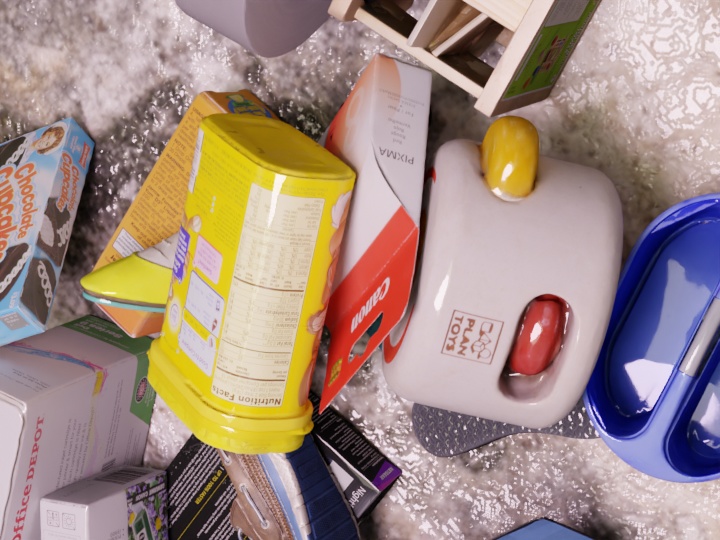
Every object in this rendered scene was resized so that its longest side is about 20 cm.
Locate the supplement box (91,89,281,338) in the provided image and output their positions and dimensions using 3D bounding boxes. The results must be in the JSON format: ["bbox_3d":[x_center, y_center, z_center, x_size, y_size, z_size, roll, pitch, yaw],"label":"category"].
[{"bbox_3d":[-0.134,-0.044,1.419,0.069,0.066,0.200,41,115,20],"label":"supplement box"}]

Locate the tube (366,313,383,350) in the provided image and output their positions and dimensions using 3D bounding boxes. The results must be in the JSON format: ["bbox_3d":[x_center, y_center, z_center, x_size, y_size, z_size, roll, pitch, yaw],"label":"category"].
[{"bbox_3d":[0.000,0.000,1.372,0.200,0.050,0.078,47,130,13],"label":"tube"}]

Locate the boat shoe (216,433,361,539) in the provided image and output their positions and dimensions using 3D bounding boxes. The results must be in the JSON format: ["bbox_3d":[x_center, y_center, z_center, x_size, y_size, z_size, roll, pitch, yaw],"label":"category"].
[{"bbox_3d":[-0.059,0.177,1.383,0.072,0.072,0.201,-23,85,29],"label":"boat shoe"}]

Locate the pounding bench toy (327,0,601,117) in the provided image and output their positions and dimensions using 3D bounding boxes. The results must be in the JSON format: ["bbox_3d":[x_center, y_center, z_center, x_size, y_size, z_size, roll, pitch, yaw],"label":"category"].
[{"bbox_3d":[0.093,-0.236,1.246,0.156,0.124,0.200,35,113,14],"label":"pounding bench toy"}]

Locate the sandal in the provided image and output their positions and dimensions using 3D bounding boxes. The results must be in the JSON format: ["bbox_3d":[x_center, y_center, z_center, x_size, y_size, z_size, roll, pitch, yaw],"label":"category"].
[{"bbox_3d":[0.131,0.091,1.350,0.199,0.043,0.076,-11,87,30],"label":"sandal"}]

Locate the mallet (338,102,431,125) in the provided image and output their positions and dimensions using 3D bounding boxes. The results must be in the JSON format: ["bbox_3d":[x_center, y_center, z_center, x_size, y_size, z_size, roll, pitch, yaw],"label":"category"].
[{"bbox_3d":[0.033,-0.040,1.368,0.066,0.041,0.201,-5,104,28],"label":"mallet"}]

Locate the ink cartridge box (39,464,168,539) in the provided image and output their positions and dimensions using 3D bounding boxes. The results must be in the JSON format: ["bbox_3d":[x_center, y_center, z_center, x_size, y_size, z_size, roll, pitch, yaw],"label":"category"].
[{"bbox_3d":[-0.198,0.264,1.430,0.050,0.109,0.201,4,100,29],"label":"ink cartridge box"}]

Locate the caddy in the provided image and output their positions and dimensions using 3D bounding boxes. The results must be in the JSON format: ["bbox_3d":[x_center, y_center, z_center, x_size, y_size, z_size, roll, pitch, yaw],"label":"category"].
[{"bbox_3d":[0.235,0.045,1.230,0.141,0.105,0.201,27,94,12],"label":"caddy"}]

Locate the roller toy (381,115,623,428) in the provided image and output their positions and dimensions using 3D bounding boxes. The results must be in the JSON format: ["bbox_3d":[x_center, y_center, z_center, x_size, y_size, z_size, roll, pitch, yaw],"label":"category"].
[{"bbox_3d":[0.088,0.007,1.235,0.139,0.200,0.183,13,71,-7],"label":"roller toy"}]

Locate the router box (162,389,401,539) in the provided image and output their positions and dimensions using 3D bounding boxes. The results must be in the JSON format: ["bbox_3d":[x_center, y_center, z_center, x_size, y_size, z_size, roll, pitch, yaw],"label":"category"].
[{"bbox_3d":[-0.084,0.188,1.457,0.149,0.051,0.200,42,114,9],"label":"router box"}]

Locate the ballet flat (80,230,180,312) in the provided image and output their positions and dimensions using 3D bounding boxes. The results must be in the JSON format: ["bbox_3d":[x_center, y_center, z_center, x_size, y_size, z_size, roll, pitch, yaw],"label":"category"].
[{"bbox_3d":[-0.114,0.003,1.376,0.067,0.199,0.067,31,108,61],"label":"ballet flat"}]

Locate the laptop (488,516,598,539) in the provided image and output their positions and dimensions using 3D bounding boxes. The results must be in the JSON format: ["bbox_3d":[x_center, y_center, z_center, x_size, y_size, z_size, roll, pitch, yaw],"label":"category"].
[{"bbox_3d":[0.126,0.288,1.349,0.187,0.116,0.201,-30,88,27],"label":"laptop"}]

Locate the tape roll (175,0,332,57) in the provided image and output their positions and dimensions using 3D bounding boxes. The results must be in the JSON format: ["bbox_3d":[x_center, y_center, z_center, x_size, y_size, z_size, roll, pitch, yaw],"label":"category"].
[{"bbox_3d":[-0.049,-0.252,1.264,0.066,0.200,0.201,30,112,17],"label":"tape roll"}]

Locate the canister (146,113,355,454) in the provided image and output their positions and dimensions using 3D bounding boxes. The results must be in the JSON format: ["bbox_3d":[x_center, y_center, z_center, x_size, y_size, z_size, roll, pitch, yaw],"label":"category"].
[{"bbox_3d":[-0.077,0.006,1.265,0.148,0.086,0.201,39,122,54],"label":"canister"}]

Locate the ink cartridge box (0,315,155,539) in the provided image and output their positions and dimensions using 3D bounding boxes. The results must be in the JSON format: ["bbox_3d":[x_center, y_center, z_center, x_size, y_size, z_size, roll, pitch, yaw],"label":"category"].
[{"bbox_3d":[-0.252,0.132,1.439,0.087,0.200,0.146,20,109,19],"label":"ink cartridge box"}]

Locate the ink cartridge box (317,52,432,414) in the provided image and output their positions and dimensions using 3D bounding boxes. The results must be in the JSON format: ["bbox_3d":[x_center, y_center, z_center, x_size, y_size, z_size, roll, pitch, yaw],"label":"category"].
[{"bbox_3d":[-0.009,-0.025,1.253,0.050,0.201,0.162,19,146,-14],"label":"ink cartridge box"}]

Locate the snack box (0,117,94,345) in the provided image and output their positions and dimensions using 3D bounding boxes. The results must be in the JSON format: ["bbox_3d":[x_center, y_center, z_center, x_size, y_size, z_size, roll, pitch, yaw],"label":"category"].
[{"bbox_3d":[-0.283,-0.024,1.435,0.116,0.201,0.037,-17,134,26],"label":"snack box"}]
